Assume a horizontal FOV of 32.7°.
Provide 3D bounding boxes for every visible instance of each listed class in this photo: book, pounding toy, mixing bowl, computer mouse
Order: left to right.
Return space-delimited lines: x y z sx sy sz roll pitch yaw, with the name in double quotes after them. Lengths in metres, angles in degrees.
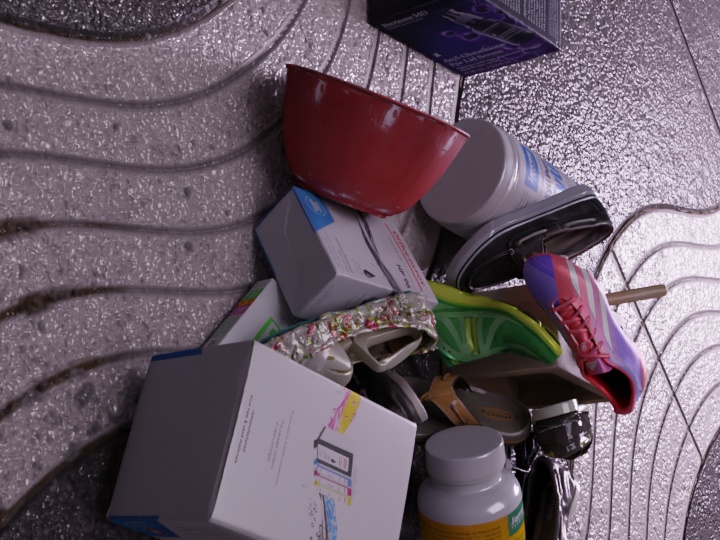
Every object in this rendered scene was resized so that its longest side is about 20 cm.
-0.106 0.122 1.137 0.135 0.048 0.201 56 47 -23 "book"
-0.001 -0.120 1.224 0.199 0.199 0.110 18 95 -47 "mixing bowl"
0.148 0.221 1.429 0.199 0.043 0.112 31 64 -50 "computer mouse"
0.229 0.072 1.433 0.183 0.198 0.145 25 63 -45 "pounding toy"

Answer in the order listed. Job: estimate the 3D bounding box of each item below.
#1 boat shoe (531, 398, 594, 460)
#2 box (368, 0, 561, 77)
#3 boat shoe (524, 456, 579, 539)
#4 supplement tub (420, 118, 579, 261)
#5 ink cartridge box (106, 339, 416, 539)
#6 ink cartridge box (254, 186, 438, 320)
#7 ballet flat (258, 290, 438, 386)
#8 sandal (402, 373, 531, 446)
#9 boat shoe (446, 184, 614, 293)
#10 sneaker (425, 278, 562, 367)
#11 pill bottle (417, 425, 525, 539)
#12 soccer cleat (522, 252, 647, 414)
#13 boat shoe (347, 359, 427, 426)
0.235 0.190 1.423 0.201 0.071 0.062 33 41 -73 "boat shoe"
0.124 -0.319 1.430 0.198 0.146 0.106 17 70 -47 "box"
0.205 0.301 1.395 0.057 0.066 0.202 43 39 -22 "boat shoe"
0.174 -0.083 1.453 0.199 0.130 0.134 26 63 -46 "supplement tub"
-0.076 0.167 1.024 0.199 0.146 0.147 31 61 -37 "ink cartridge box"
0.000 0.000 1.233 0.199 0.068 0.117 17 37 -48 "ink cartridge box"
-0.008 0.070 1.137 0.198 0.076 0.064 -19 58 -28 "ballet flat"
0.106 0.148 1.330 0.197 0.055 0.083 11 47 -20 "sandal"
0.190 -0.026 1.363 0.071 0.198 0.072 56 -5 40 "boat shoe"
0.124 0.069 1.327 0.074 0.197 0.085 22 84 -66 "sneaker"
0.118 0.273 1.293 0.112 0.111 0.204 -27 115 -50 "pill bottle"
0.239 0.065 1.299 0.200 0.066 0.077 49 37 -22 "soccer cleat"
0.010 0.127 1.198 0.057 0.200 0.068 -31 97 -10 "boat shoe"
